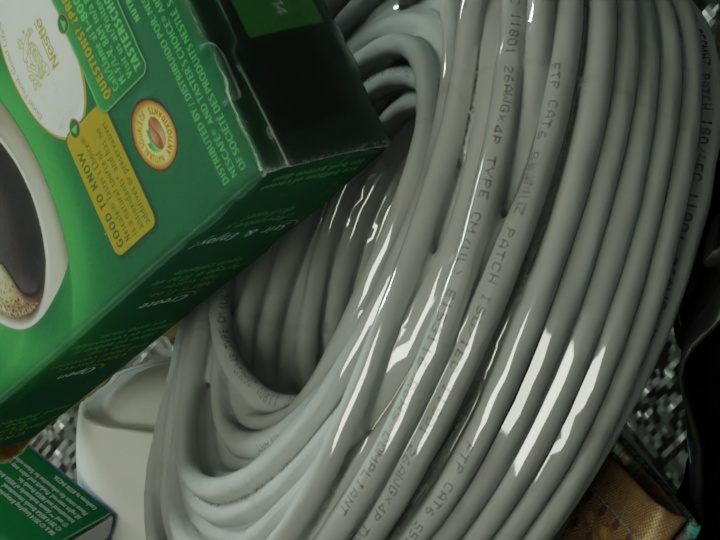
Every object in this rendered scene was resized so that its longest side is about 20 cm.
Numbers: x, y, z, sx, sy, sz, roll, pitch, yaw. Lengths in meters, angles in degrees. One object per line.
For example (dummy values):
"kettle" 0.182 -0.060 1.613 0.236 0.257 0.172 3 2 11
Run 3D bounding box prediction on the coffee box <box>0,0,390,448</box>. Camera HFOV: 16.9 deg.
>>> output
"coffee box" -0.082 -0.038 0.639 0.200 0.044 0.123 -39 72 48

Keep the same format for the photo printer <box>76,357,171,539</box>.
"photo printer" -0.008 0.111 0.823 0.199 0.069 0.167 4 117 37

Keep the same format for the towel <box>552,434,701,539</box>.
"towel" 0.016 0.085 0.658 0.147 0.022 0.200 -63 24 10

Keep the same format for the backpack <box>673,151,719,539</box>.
"backpack" 0.149 0.051 0.647 0.153 0.200 0.191 0 100 0

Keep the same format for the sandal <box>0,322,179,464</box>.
"sandal" -0.106 0.031 0.796 0.211 0.078 0.070 8 86 22

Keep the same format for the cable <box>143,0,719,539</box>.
"cable" 0.013 0.000 0.625 0.200 0.069 0.201 -45 30 46

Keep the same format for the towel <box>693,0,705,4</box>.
"towel" 0.033 -0.103 0.714 0.200 0.148 0.037 -44 25 59

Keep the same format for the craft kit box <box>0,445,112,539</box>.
"craft kit box" -0.188 0.114 0.902 0.200 0.048 0.198 35 133 26
